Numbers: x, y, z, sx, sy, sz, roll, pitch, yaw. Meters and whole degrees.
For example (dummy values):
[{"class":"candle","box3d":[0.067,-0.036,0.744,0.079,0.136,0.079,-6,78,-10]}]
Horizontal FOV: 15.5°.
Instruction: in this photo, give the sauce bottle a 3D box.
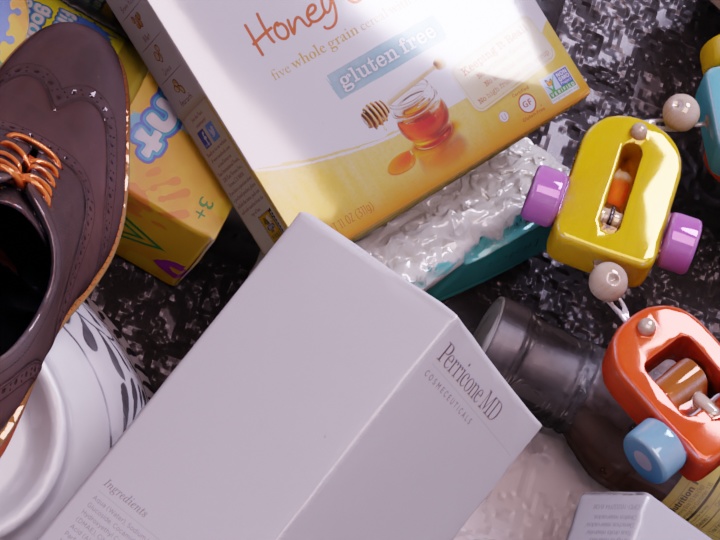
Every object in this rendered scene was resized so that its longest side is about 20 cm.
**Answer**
[{"class":"sauce bottle","box3d":[0.135,0.071,1.065,0.200,0.065,0.065,28,68,-6]}]

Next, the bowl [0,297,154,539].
[{"class":"bowl","box3d":[-0.158,0.066,0.963,0.200,0.094,0.202,4,73,-15]}]

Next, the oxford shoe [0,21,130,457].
[{"class":"oxford shoe","box3d":[-0.116,-0.019,0.918,0.071,0.073,0.201,20,52,-9]}]

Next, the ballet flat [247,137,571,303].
[{"class":"ballet flat","box3d":[0.000,0.000,1.048,0.200,0.072,0.072,-31,85,-30]}]

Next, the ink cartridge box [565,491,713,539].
[{"class":"ink cartridge box","box3d":[0.128,0.214,0.994,0.199,0.041,0.201,34,67,-32]}]

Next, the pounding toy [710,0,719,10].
[{"class":"pounding toy","box3d":[0.256,-0.100,1.129,0.200,0.142,0.184,44,53,-3]}]

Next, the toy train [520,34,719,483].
[{"class":"toy train","box3d":[0.146,-0.005,1.040,0.150,0.056,0.200,44,65,13]}]

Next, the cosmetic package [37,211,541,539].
[{"class":"cosmetic package","box3d":[-0.036,0.093,0.939,0.081,0.113,0.200,36,85,30]}]

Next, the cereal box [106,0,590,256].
[{"class":"cereal box","box3d":[-0.022,-0.116,1.007,0.144,0.040,0.200,-32,90,-25]}]

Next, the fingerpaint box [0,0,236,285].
[{"class":"fingerpaint box","box3d":[-0.092,-0.125,1.048,0.166,0.073,0.200,31,68,-7]}]

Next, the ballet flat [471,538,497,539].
[{"class":"ballet flat","box3d":[0.036,0.141,1.018,0.199,0.071,0.071,-23,82,-21]}]
